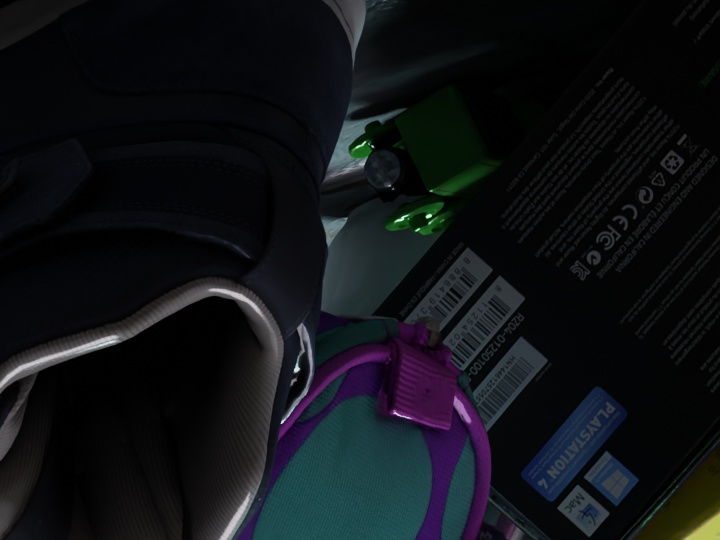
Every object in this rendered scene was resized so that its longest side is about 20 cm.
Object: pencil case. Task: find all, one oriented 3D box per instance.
[{"bbox_3d":[-0.046,0.024,0.581,0.093,0.085,0.200,-52,-143,-4],"label":"pencil case"}]

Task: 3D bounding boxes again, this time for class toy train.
[{"bbox_3d":[0.057,-0.039,0.850,0.056,0.042,0.200,-31,168,21],"label":"toy train"}]

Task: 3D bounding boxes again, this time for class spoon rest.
[{"bbox_3d":[0.000,0.000,0.925,0.099,0.061,0.200,-21,170,36],"label":"spoon rest"}]

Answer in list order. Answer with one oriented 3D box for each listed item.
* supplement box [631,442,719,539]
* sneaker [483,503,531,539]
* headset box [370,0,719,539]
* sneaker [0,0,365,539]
[{"bbox_3d":[0.143,0.040,0.834,0.200,0.109,0.109,-38,148,11],"label":"supplement box"},{"bbox_3d":[0.011,0.076,0.786,0.081,0.200,0.088,-50,170,13],"label":"sneaker"},{"bbox_3d":[0.095,-0.004,0.694,0.174,0.093,0.200,-49,170,1],"label":"headset box"},{"bbox_3d":[-0.091,0.017,0.498,0.202,0.147,0.077,-26,130,27],"label":"sneaker"}]
